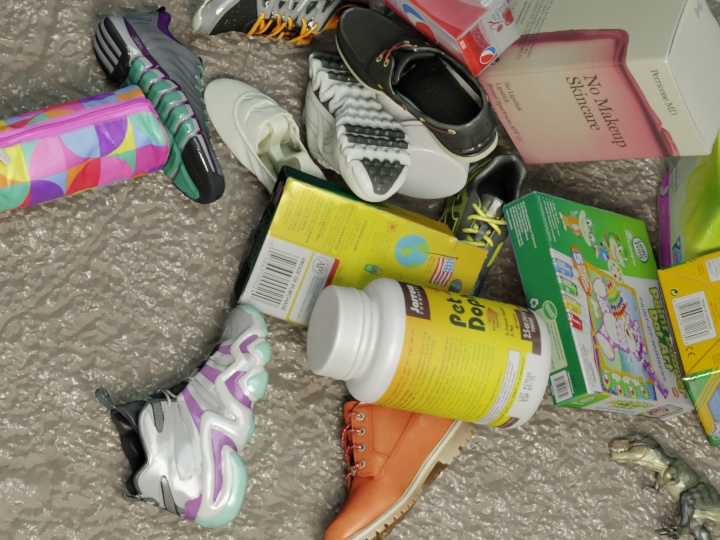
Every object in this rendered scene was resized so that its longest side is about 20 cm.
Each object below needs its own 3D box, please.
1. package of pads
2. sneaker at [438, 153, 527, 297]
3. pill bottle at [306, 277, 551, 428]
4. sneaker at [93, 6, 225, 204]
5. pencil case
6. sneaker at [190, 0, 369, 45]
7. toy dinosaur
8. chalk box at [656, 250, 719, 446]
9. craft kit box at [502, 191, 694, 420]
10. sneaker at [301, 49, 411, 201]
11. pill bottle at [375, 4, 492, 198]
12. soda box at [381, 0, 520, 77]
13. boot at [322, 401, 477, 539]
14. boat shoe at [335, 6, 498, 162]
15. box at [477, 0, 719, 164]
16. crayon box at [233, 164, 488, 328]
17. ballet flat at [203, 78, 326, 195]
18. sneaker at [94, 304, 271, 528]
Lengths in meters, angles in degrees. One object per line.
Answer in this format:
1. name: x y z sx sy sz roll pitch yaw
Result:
1. package of pads: 0.347 -0.068 1.747 0.068 0.200 0.156 9 59 -6
2. sneaker: 0.100 -0.033 1.699 0.074 0.085 0.201 26 60 -10
3. pill bottle: 0.058 0.069 1.566 0.199 0.109 0.110 12 63 -21
4. sneaker: -0.161 -0.159 1.653 0.087 0.074 0.201 -24 79 -36
5. pencil case: -0.267 -0.104 1.573 0.199 0.088 0.089 -19 76 -31
6. sneaker: -0.071 -0.253 1.731 0.199 0.078 0.078 -19 81 -30
7. toy dinosaur: 0.318 0.231 1.700 0.199 0.047 0.088 35 52 -9
8. chalk box: 0.369 0.079 1.711 0.123 0.200 0.125 -17 57 13
9. craft kit box: 0.228 0.037 1.700 0.197 0.048 0.201 12 59 -52
10. sneaker: -0.009 -0.119 1.657 0.075 0.081 0.201 10 34 -24
11. pill bottle: 0.070 -0.178 1.731 0.119 0.120 0.201 17 61 -15
12. soda box: 0.057 -0.268 1.672 0.063 0.070 0.200 -43 57 -5
13. boot: 0.009 0.173 1.582 0.107 0.075 0.200 41 50 2
14. boat shoe: 0.049 -0.182 1.635 0.074 0.063 0.201 -39 62 -10
15. box: 0.231 -0.183 1.682 0.128 0.199 0.109 55 48 -38
16. crayon box: 0.000 0.000 1.623 0.199 0.051 0.128 20 103 -14
17. ballet flat: -0.072 -0.107 1.671 0.069 0.069 0.201 -29 81 -30
18. sneaker: -0.156 0.108 1.531 0.139 0.078 0.201 16 62 -17
